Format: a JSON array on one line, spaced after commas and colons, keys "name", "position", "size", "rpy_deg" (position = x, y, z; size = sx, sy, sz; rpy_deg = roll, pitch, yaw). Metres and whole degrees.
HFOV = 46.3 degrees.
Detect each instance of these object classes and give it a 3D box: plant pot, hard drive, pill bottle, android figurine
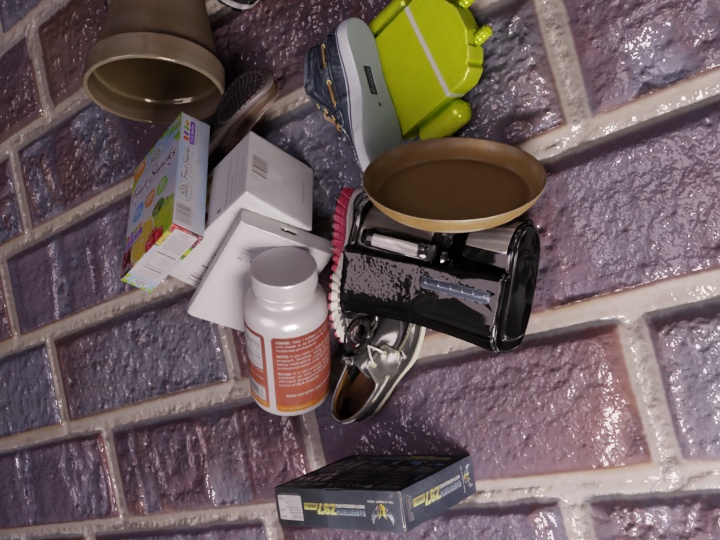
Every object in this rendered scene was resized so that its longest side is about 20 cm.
[{"name": "plant pot", "position": [0.100, -0.091, 0.902], "size": [0.198, 0.199, 0.028], "rpy_deg": [21, 129, 35]}, {"name": "hard drive", "position": [-0.136, 0.012, 1.120], "size": [0.201, 0.130, 0.027], "rpy_deg": [-51, 29, 41]}, {"name": "plant pot", "position": [-0.290, -0.331, 1.203], "size": [0.197, 0.198, 0.178], "rpy_deg": [-15, 70, 38]}, {"name": "pill bottle", "position": [-0.093, 0.077, 1.079], "size": [0.111, 0.111, 0.203], "rpy_deg": [28, 134, 33]}, {"name": "android figurine", "position": [0.072, -0.243, 0.997], "size": [0.199, 0.041, 0.185], "rpy_deg": [-38, 70, 38]}]

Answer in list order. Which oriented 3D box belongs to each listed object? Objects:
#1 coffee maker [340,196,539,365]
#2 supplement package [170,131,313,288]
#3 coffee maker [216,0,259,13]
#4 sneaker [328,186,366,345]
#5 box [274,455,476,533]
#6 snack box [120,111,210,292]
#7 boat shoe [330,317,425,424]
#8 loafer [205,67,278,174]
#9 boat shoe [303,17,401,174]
[{"name": "coffee maker", "position": [0.089, 0.025, 0.942], "size": [0.197, 0.134, 0.196], "rpy_deg": [15, 120, 29]}, {"name": "supplement package", "position": [-0.166, -0.067, 1.139], "size": [0.199, 0.108, 0.116], "rpy_deg": [-37, 39, 35]}, {"name": "coffee maker", "position": [-0.121, -0.467, 1.092], "size": [0.197, 0.134, 0.196], "rpy_deg": [-19, 60, 37]}, {"name": "sneaker", "position": [0.000, 0.000, 1.061], "size": [0.073, 0.081, 0.205], "rpy_deg": [6, 108, 7]}, {"name": "box", "position": [0.018, 0.265, 1.018], "size": [0.197, 0.156, 0.052], "rpy_deg": [-9, 90, 38]}, {"name": "snack box", "position": [-0.263, -0.093, 1.141], "size": [0.142, 0.052, 0.203], "rpy_deg": [-37, 43, 36]}, {"name": "boat shoe", "position": [0.022, 0.108, 1.058], "size": [0.072, 0.067, 0.203], "rpy_deg": [39, 114, 30]}, {"name": "loafer", "position": [-0.171, -0.204, 1.188], "size": [0.199, 0.070, 0.074], "rpy_deg": [-40, 43, 35]}, {"name": "boat shoe", "position": [-0.012, -0.192, 1.015], "size": [0.090, 0.070, 0.205], "rpy_deg": [-21, 75, 44]}]
